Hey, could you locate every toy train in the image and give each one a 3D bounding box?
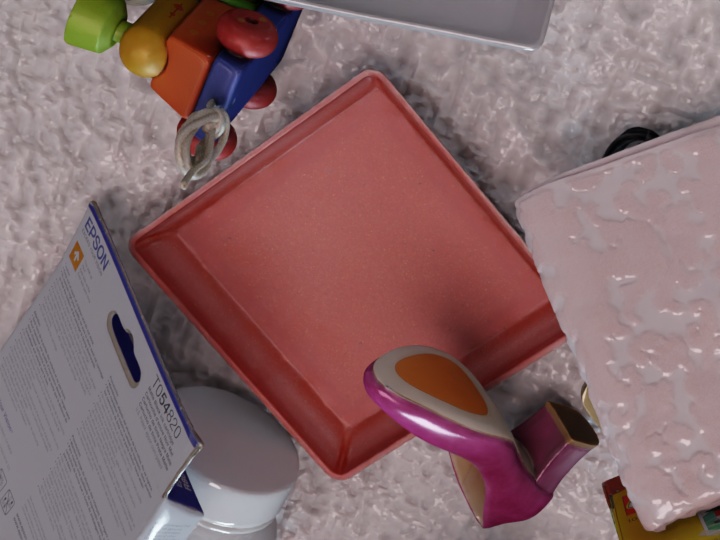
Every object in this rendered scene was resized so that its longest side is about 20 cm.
[{"bbox_3d":[-0.109,-0.116,1.441,0.115,0.200,0.085,26,122,4],"label":"toy train"}]

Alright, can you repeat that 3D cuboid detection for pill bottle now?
[{"bbox_3d":[-0.119,0.175,1.647,0.113,0.113,0.200,28,120,-3],"label":"pill bottle"}]

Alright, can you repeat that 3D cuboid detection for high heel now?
[{"bbox_3d":[0.048,0.103,1.549,0.096,0.200,0.067,-44,58,21],"label":"high heel"}]

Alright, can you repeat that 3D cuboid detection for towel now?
[{"bbox_3d":[0.203,0.015,1.444,0.191,0.032,0.200,-23,73,7],"label":"towel"}]

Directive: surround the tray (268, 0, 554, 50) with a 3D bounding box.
[{"bbox_3d":[0.008,-0.165,1.443,0.199,0.108,0.022,12,138,7],"label":"tray"}]

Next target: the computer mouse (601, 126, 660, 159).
[{"bbox_3d":[0.162,0.013,1.539,0.058,0.034,0.200,-2,116,15],"label":"computer mouse"}]

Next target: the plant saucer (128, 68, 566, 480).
[{"bbox_3d":[0.000,0.000,1.569,0.200,0.037,0.200,-34,106,27],"label":"plant saucer"}]

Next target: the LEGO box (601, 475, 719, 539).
[{"bbox_3d":[0.242,0.138,1.460,0.200,0.149,0.077,-23,108,7],"label":"LEGO box"}]

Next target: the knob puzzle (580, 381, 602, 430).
[{"bbox_3d":[0.222,0.054,1.526,0.219,0.030,0.220,0,108,-1],"label":"knob puzzle"}]

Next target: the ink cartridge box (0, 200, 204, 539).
[{"bbox_3d":[-0.157,0.097,1.579,0.041,0.200,0.200,8,132,-37],"label":"ink cartridge box"}]
